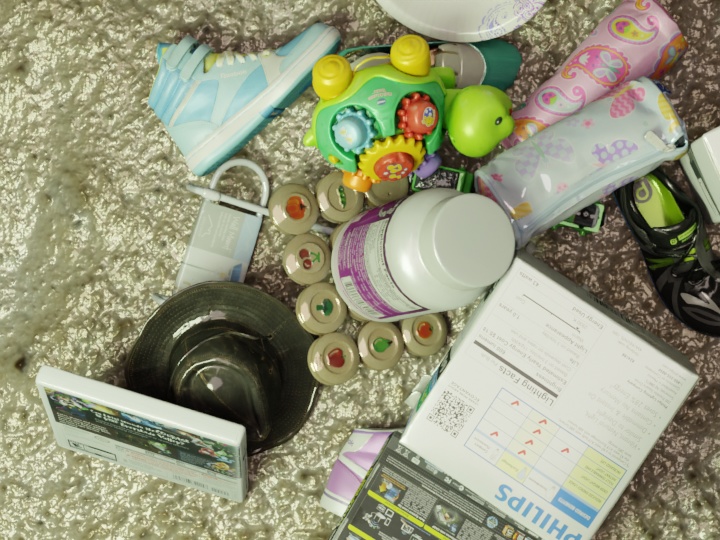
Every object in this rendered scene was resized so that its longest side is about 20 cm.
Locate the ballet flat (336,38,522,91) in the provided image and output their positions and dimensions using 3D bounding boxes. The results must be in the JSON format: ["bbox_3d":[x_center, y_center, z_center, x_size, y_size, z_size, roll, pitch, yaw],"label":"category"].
[{"bbox_3d":[0.060,-0.193,1.637,0.199,0.070,0.068,-5,88,4],"label":"ballet flat"}]

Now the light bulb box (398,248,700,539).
[{"bbox_3d":[0.170,0.117,1.533,0.198,0.125,0.201,33,98,3],"label":"light bulb box"}]

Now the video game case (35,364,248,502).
[{"bbox_3d":[-0.204,0.158,1.603,0.199,0.182,0.023,17,66,5],"label":"video game case"}]

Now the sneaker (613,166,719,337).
[{"bbox_3d":[0.303,-0.021,1.609,0.071,0.083,0.200,-31,87,4],"label":"sneaker"}]

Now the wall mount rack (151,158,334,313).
[{"bbox_3d":[-0.106,-0.002,1.649,0.173,0.075,0.201,17,92,-23],"label":"wall mount rack"}]

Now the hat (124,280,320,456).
[{"bbox_3d":[-0.123,0.113,1.601,0.199,0.081,0.202,-5,116,-11],"label":"hat"}]

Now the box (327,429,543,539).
[{"bbox_3d":[0.074,0.269,1.566,0.199,0.044,0.161,31,75,0],"label":"box"}]

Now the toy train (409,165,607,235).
[{"bbox_3d":[0.144,-0.072,1.636,0.199,0.056,0.042,13,90,5],"label":"toy train"}]

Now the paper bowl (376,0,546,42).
[{"bbox_3d":[0.098,-0.328,1.593,0.199,0.105,0.202,7,129,9],"label":"paper bowl"}]

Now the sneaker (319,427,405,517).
[{"bbox_3d":[0.070,0.216,1.631,0.199,0.073,0.115,24,88,5],"label":"sneaker"}]

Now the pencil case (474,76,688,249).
[{"bbox_3d":[0.204,-0.098,1.548,0.199,0.083,0.091,-28,52,-6],"label":"pencil case"}]

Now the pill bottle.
[{"bbox_3d":[0.059,-0.016,1.541,0.112,0.200,0.113,3,82,-24],"label":"pill bottle"}]

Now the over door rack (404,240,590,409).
[{"bbox_3d":[0.158,0.092,1.629,0.147,0.067,0.200,38,97,4],"label":"over door rack"}]

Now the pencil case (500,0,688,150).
[{"bbox_3d":[0.223,-0.178,1.619,0.200,0.087,0.087,-44,86,4],"label":"pencil case"}]

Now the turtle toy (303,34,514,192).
[{"bbox_3d":[0.044,-0.139,1.573,0.199,0.146,0.102,-14,59,-1],"label":"turtle toy"}]

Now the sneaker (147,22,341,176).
[{"bbox_3d":[-0.125,-0.203,1.649,0.200,0.080,0.131,-41,87,2],"label":"sneaker"}]

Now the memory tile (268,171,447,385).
[{"bbox_3d":[0.000,0.000,1.633,0.152,0.017,0.201,-15,88,-24],"label":"memory tile"}]

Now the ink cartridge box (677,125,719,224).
[{"bbox_3d":[0.381,-0.110,1.545,0.144,0.200,0.085,-25,88,3],"label":"ink cartridge box"}]
